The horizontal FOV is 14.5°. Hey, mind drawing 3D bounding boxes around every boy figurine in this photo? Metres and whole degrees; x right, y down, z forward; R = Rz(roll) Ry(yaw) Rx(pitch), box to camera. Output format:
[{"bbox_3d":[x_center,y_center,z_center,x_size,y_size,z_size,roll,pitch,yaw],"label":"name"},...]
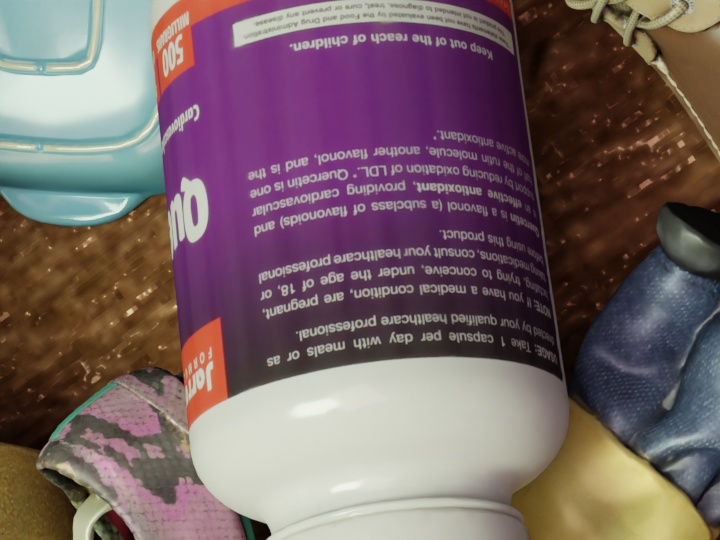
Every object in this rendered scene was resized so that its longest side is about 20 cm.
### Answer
[{"bbox_3d":[0.076,0.082,0.878,0.124,0.064,0.200,35,103,20],"label":"boy figurine"}]

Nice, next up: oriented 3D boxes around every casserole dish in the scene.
[{"bbox_3d":[-0.097,-0.114,0.919,0.121,0.039,0.200,3,94,13],"label":"casserole dish"}]

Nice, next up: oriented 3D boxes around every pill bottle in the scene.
[{"bbox_3d":[0.000,0.000,0.839,0.112,0.112,0.200,-12,70,14],"label":"pill bottle"}]

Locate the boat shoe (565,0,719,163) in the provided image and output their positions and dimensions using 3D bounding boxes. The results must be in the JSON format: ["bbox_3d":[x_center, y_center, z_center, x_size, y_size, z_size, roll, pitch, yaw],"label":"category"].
[{"bbox_3d":[0.088,-0.097,0.848,0.072,0.076,0.200,-20,79,-28],"label":"boat shoe"}]

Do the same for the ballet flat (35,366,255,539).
[{"bbox_3d":[-0.047,0.129,0.880,0.071,0.069,0.200,-29,104,-22],"label":"ballet flat"}]

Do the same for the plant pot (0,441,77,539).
[{"bbox_3d":[-0.154,0.149,0.894,0.186,0.186,0.200,9,83,13],"label":"plant pot"}]
